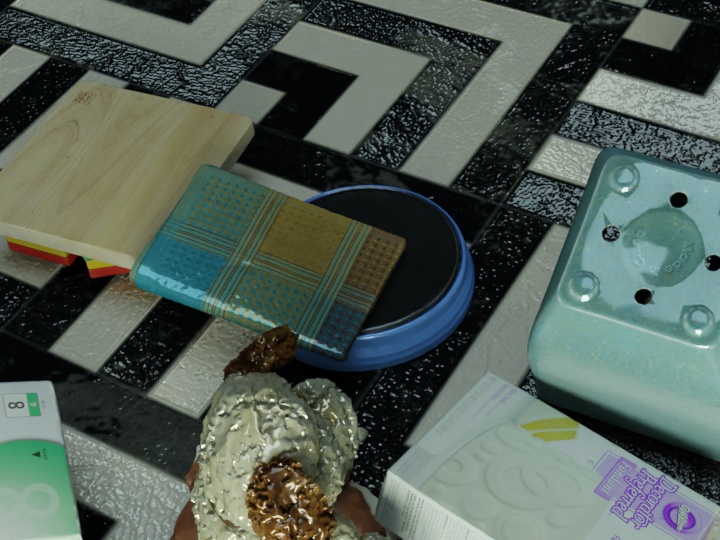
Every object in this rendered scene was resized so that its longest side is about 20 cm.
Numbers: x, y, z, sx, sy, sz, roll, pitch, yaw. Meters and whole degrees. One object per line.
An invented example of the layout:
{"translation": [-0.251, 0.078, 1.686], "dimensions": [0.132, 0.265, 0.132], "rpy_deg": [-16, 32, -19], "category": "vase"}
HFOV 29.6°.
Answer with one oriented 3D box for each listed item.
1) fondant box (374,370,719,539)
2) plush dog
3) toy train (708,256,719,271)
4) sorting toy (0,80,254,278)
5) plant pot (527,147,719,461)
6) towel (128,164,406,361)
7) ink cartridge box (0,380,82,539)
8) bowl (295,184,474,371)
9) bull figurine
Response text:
{"translation": [0.133, 0.173, 0.966], "dimensions": [0.200, 0.058, 0.144], "rpy_deg": [31, 42, 20], "category": "fondant box"}
{"translation": [-0.062, 0.137, 0.895], "dimensions": [0.160, 0.172, 0.200], "rpy_deg": [-12, 47, -10], "category": "plush dog"}
{"translation": [0.338, -0.032, 1.162], "dimensions": [0.200, 0.085, 0.116], "rpy_deg": [21, 42, 25], "category": "toy train"}
{"translation": [-0.226, -0.075, 1.285], "dimensions": [0.198, 0.070, 0.200], "rpy_deg": [14, 50, 20], "category": "sorting toy"}
{"translation": [0.233, 0.014, 0.999], "dimensions": [0.196, 0.200, 0.197], "rpy_deg": [18, 80, 23], "category": "plant pot"}
{"translation": [-0.078, -0.008, 1.161], "dimensions": [0.200, 0.022, 0.147], "rpy_deg": [21, 53, 12], "category": "towel"}
{"translation": [-0.309, 0.150, 0.966], "dimensions": [0.200, 0.050, 0.161], "rpy_deg": [0, 38, -22], "category": "ink cartridge box"}
{"translation": [0.000, 0.000, 1.202], "dimensions": [0.200, 0.039, 0.201], "rpy_deg": [-4, 46, 4], "category": "bowl"}
{"translation": [-0.044, 0.182, 1.020], "dimensions": [0.200, 0.065, 0.122], "rpy_deg": [0, 42, 4], "category": "bull figurine"}
